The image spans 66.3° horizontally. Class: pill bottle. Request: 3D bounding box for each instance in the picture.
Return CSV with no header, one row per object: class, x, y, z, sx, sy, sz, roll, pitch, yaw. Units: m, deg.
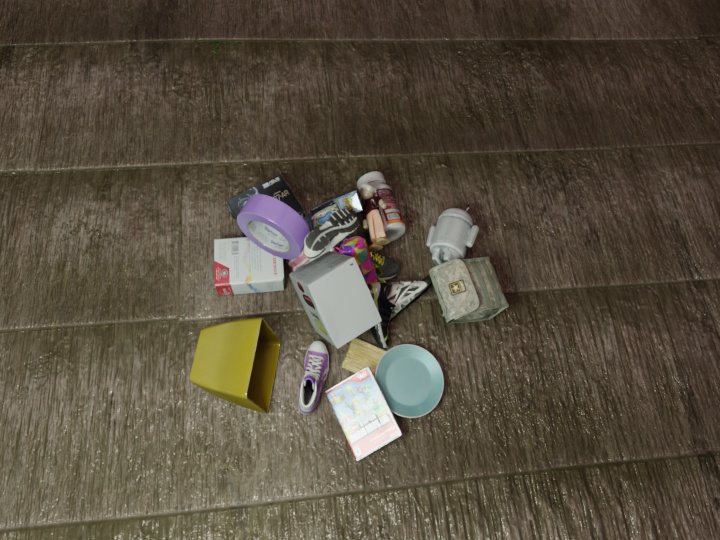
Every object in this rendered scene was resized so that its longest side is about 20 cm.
pill bottle,0.060,-0.195,1.704,0.107,0.110,0.204,-14,69,-11

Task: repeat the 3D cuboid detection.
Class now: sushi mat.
sushi mat,0.050,0.269,1.559,0.196,0.012,0.097,24,65,4

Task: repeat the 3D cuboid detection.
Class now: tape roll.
tape roll,-0.236,-0.116,1.503,0.196,0.201,0.067,25,66,6

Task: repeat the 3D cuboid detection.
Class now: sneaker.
sneaker,0.067,0.124,1.546,0.081,0.072,0.205,-15,107,-12
sneaker,-0.124,0.278,1.486,0.071,0.115,0.205,7,65,0
sneaker,0.027,-0.029,1.631,0.195,0.085,0.076,11,52,-10
sneaker,0.133,0.056,1.624,0.198,0.074,0.089,-35,76,-18
sneaker,-0.084,-0.100,1.518,0.198,0.080,0.074,-33,79,-30

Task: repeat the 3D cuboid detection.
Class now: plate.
plate,0.134,0.307,1.531,0.194,0.026,0.205,2,67,-5

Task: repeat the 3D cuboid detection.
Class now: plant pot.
plant pot,-0.331,0.245,1.446,0.171,0.201,0.205,4,66,8

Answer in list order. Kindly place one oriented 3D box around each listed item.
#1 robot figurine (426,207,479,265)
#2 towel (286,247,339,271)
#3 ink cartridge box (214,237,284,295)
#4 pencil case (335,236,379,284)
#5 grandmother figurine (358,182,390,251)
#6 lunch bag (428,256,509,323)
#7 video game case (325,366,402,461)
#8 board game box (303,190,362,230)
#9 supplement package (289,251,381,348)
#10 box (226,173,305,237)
robot figurine,0.279,-0.105,1.683,0.166,0.113,0.204,3,61,34
towel,-0.109,-0.004,1.652,0.146,0.030,0.200,-40,76,-19
ink cartridge box,-0.322,-0.014,1.607,0.194,0.083,0.149,-4,66,-7
pencil case,0.000,0.000,1.567,0.086,0.203,0.089,-17,29,10
grandmother figurine,0.035,-0.168,1.609,0.060,0.120,0.205,7,60,-43
lunch bag,0.304,0.058,1.592,0.196,0.118,0.168,-5,66,-29
video game case,0.007,0.383,1.484,0.141,0.017,0.203,-30,71,3
board game box,-0.075,-0.183,1.637,0.196,0.199,0.063,-25,99,-15
supplement package,-0.072,0.073,1.492,0.145,0.199,0.195,-29,106,-16
box,-0.292,-0.187,1.704,0.197,0.044,0.162,-29,73,-16
